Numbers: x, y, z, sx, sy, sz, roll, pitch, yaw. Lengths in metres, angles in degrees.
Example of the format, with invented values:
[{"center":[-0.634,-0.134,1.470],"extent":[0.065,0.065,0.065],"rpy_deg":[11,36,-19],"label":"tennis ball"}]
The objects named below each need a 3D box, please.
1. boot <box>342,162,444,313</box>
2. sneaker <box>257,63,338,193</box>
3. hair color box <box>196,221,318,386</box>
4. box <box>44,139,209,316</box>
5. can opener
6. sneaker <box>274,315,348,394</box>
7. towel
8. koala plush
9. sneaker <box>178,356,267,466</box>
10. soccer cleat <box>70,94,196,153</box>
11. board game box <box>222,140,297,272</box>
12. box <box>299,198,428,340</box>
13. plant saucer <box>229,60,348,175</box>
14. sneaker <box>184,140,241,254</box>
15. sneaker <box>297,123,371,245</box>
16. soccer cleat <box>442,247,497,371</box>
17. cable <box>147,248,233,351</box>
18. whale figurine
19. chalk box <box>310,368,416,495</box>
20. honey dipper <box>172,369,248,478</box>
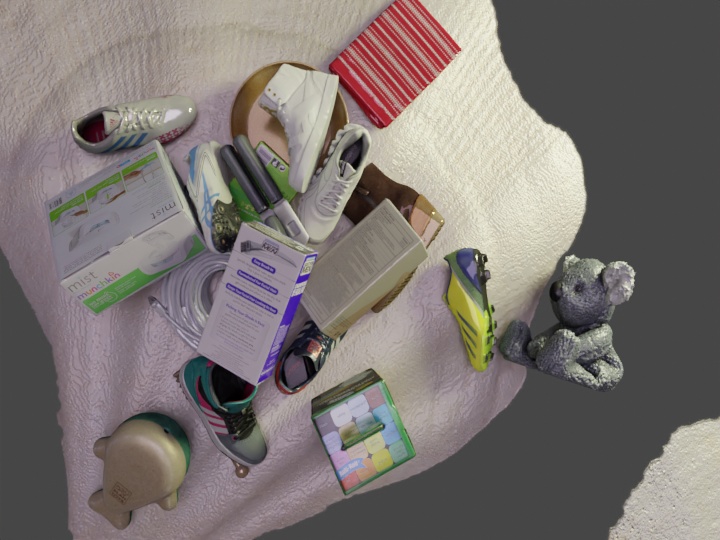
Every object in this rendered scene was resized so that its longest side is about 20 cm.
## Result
[{"center":[0.027,-0.054,1.019],"extent":[0.164,0.072,0.203],"rpy_deg":[34,90,11],"label":"boot"},{"center":[-0.110,-0.224,0.957],"extent":[0.112,0.074,0.206],"rpy_deg":[14,71,-2],"label":"sneaker"},{"center":[-0.149,0.046,0.889],"extent":[0.107,0.065,0.205],"rpy_deg":[25,102,12],"label":"hair color box"},{"center":[-0.349,-0.068,0.916],"extent":[0.197,0.098,0.178],"rpy_deg":[-31,54,-5],"label":"box"},{"center":[-0.146,-0.112,0.943],"extent":[0.052,0.066,0.203],"rpy_deg":[-30,94,9],"label":"can opener"},{"center":[-0.068,0.113,0.983],"extent":[0.074,0.084,0.203],"rpy_deg":[31,86,-3],"label":"sneaker"},{"center":[0.058,-0.356,1.041],"extent":[0.200,0.022,0.145],"rpy_deg":[-44,90,-7],"label":"towel"},{"center":[0.351,0.075,0.989],"extent":[0.179,0.177,0.206],"rpy_deg":[18,86,-16],"label":"koala plush"},{"center":[-0.187,0.211,0.940],"extent":[0.202,0.119,0.084],"rpy_deg":[55,50,-11],"label":"sneaker"},{"center":[-0.355,-0.230,0.967],"extent":[0.194,0.086,0.072],"rpy_deg":[-19,90,-6],"label":"soccer cleat"},{"center":[-0.182,-0.096,0.988],"extent":[0.095,0.030,0.201],"rpy_deg":[39,97,-5],"label":"board game box"},{"center":[0.000,0.000,0.932],"extent":[0.199,0.078,0.096],"rpy_deg":[-40,68,1],"label":"box"},{"center":[-0.116,-0.237,1.014],"extent":[0.193,0.035,0.208],"rpy_deg":[0,89,-5],"label":"plant saucer"},{"center":[-0.228,-0.105,0.929],"extent":[0.071,0.072,0.205],"rpy_deg":[-24,57,14],"label":"sneaker"},{"center":[-0.040,-0.135,0.967],"extent":[0.074,0.081,0.205],"rpy_deg":[24,95,-17],"label":"sneaker"},{"center":[0.180,0.065,1.029],"extent":[0.081,0.064,0.207],"rpy_deg":[-5,93,25],"label":"soccer cleat"},{"center":[-0.211,0.039,0.968],"extent":[0.198,0.069,0.202],"rpy_deg":[-36,97,6],"label":"cable"},{"center":[-0.343,0.309,0.960],"extent":[0.158,0.104,0.202],"rpy_deg":[36,110,-3],"label":"whale figurine"},{"center":[0.001,0.240,0.927],"extent":[0.122,0.200,0.127],"rpy_deg":[-25,90,-5],"label":"chalk box"},{"center":[-0.236,0.246,0.989],"extent":[0.037,0.038,0.204],"rpy_deg":[-29,93,-5],"label":"honey dipper"}]
